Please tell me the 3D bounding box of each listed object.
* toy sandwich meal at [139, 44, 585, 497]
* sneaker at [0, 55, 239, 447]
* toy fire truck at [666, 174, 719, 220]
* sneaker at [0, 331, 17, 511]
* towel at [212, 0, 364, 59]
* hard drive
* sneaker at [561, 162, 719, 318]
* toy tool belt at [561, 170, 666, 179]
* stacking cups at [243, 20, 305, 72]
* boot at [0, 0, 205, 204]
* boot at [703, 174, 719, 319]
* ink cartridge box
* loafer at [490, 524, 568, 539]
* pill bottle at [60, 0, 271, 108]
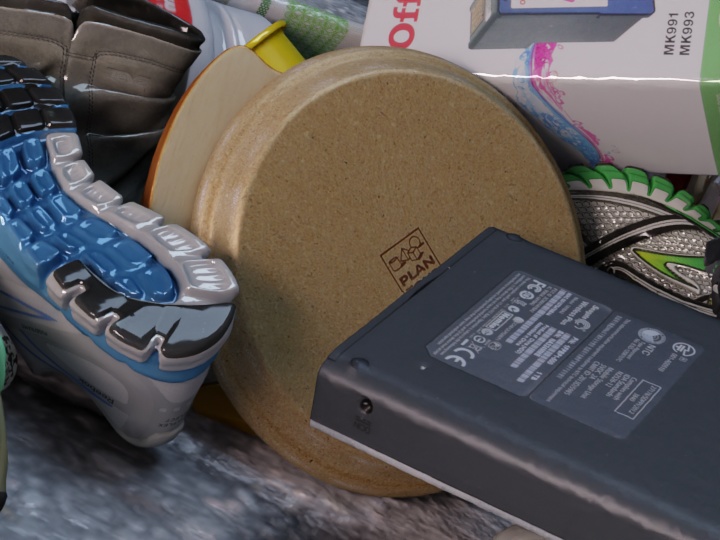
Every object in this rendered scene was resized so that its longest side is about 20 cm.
[{"bbox_3d":[0.000,0.000,0.795,0.205,0.205,0.070,14,-12,-26],"label":"toy sandwich meal"},{"bbox_3d":[-0.128,-0.007,0.737,0.075,0.087,0.200,-22,54,-33],"label":"sneaker"},{"bbox_3d":[0.183,-0.044,1.017,0.049,0.200,0.141,24,8,2],"label":"toy fire truck"},{"bbox_3d":[-0.147,0.025,0.666,0.089,0.077,0.200,24,17,-40],"label":"sneaker"},{"bbox_3d":[-0.077,-0.124,1.079,0.200,0.149,0.031,17,62,-23],"label":"towel"},{"bbox_3d":[0.103,0.055,0.684,0.200,0.033,0.140,23,33,22],"label":"hard drive"},{"bbox_3d":[0.140,0.014,0.838,0.200,0.078,0.085,16,40,13],"label":"sneaker"},{"bbox_3d":[0.105,-0.093,0.973,0.123,0.200,0.125,21,1,13],"label":"toy tool belt"},{"bbox_3d":[0.006,-0.020,0.873,0.200,0.061,0.061,50,20,-1],"label":"stacking cups"},{"bbox_3d":[-0.092,-0.047,0.826,0.200,0.131,0.068,17,19,-20],"label":"boot"},{"bbox_3d":[0.222,0.044,0.761,0.198,0.163,0.073,15,-8,8],"label":"boot"},{"bbox_3d":[0.111,-0.125,0.862,0.200,0.145,0.088,3,-25,21],"label":"ink cartridge box"},{"bbox_3d":[0.122,0.129,0.707,0.200,0.070,0.070,21,10,-28],"label":"loafer"},{"bbox_3d":[-0.145,-0.105,0.951,0.200,0.114,0.114,10,22,-34],"label":"pill bottle"}]
